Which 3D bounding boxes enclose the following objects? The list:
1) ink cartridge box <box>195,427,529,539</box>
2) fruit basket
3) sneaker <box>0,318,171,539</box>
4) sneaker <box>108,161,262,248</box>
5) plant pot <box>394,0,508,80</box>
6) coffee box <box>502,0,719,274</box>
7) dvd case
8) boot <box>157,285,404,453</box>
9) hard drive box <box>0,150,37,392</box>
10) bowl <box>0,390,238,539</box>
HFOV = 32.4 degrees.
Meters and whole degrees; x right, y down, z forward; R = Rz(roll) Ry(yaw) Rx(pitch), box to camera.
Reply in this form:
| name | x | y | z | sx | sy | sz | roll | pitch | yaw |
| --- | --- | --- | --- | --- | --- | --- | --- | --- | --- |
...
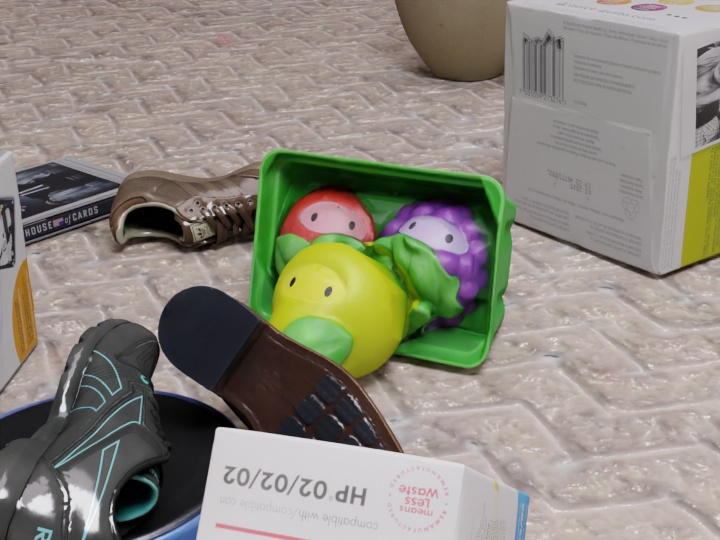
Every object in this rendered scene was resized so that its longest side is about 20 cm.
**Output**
| name | x | y | z | sx | sy | sz | roll | pitch | yaw |
| --- | --- | --- | --- | --- | --- | --- | --- | --- | --- |
| ink cartridge box | 0.002 | 0.117 | 0.556 | 0.114 | 0.069 | 0.200 | 5 | -12 | 18 |
| fruit basket | 0.000 | 0.000 | 0.886 | 0.213 | 0.157 | 0.216 | 6 | 7 | -1 |
| sneaker | -0.137 | 0.098 | 0.665 | 0.078 | 0.076 | 0.201 | 14 | 31 | 4 |
| sneaker | -0.128 | -0.047 | 1.114 | 0.198 | 0.071 | 0.076 | -2 | 42 | 11 |
| plant pot | 0.142 | -0.325 | 1.623 | 0.198 | 0.136 | 0.201 | -3 | 23 | 1 |
| coffee box | 0.260 | -0.138 | 1.085 | 0.196 | 0.202 | 0.199 | -17 | 27 | -32 |
| dvd case | -0.327 | -0.065 | 1.207 | 0.149 | 0.025 | 0.199 | 18 | 30 | 41 |
| boot | -0.029 | 0.087 | 0.743 | 0.200 | 0.075 | 0.097 | 43 | 1 | 19 |
| hard drive box | -0.293 | 0.024 | 0.828 | 0.076 | 0.158 | 0.200 | 1 | 24 | 6 |
| bowl | -0.157 | 0.128 | 0.716 | 0.198 | 0.040 | 0.201 | -2 | 23 | 1 |
